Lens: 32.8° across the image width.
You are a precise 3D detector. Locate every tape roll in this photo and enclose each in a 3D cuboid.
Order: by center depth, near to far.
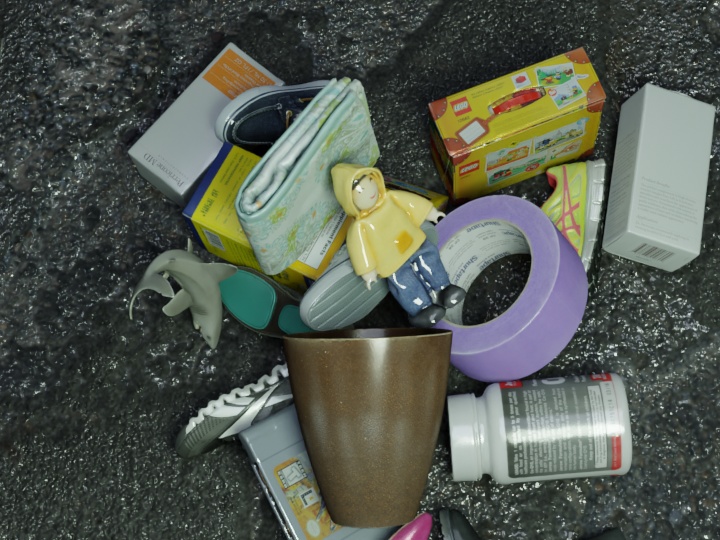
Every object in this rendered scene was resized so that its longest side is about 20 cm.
[{"bbox_3d":[0.156,0.021,1.414,0.198,0.085,0.202,-18,54,26],"label":"tape roll"}]

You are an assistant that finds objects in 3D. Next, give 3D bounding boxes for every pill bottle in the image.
[{"bbox_3d":[0.198,0.180,1.379,0.197,0.114,0.115,-5,69,3],"label":"pill bottle"}]

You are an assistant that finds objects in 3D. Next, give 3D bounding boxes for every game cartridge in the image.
[{"bbox_3d":[-0.038,0.244,1.381,0.132,0.042,0.202,-26,83,-20],"label":"game cartridge"}]

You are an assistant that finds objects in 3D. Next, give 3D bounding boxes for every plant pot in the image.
[{"bbox_3d":[0.010,0.168,1.319,0.184,0.187,0.203,-1,90,5],"label":"plant pot"}]

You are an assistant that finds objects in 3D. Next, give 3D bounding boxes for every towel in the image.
[{"bbox_3d":[-0.055,-0.101,1.358,0.048,0.172,0.201,35,76,20],"label":"towel"}]

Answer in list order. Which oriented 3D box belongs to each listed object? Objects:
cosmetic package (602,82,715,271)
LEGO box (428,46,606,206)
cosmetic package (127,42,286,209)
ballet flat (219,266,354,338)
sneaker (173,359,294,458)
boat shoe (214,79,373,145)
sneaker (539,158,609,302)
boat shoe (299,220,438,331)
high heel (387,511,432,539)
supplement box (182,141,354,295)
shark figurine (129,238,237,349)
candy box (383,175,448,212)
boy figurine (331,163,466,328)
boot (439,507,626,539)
[{"bbox_3d":[0.363,-0.113,1.484,0.100,0.074,0.202,17,69,-12],"label":"cosmetic package"},{"bbox_3d":[0.188,-0.172,1.493,0.198,0.149,0.078,-20,69,-3],"label":"LEGO box"},{"bbox_3d":[-0.192,-0.182,1.573,0.101,0.071,0.200,36,77,16],"label":"cosmetic package"},{"bbox_3d":[-0.089,0.053,1.478,0.199,0.063,0.068,25,96,32],"label":"ballet flat"},{"bbox_3d":[-0.122,0.178,1.433,0.198,0.067,0.091,-30,67,-9],"label":"sneaker"},{"bbox_3d":[-0.079,-0.184,1.520,0.199,0.071,0.091,-20,49,-35],"label":"boat shoe"},{"bbox_3d":[0.250,-0.043,1.486,0.089,0.078,0.202,5,64,15],"label":"sneaker"},{"bbox_3d":[0.000,0.000,1.407,0.199,0.074,0.067,-31,40,-27],"label":"boat shoe"},{"bbox_3d":[0.041,0.367,1.333,0.096,0.067,0.201,35,88,26],"label":"high heel"},{"bbox_3d":[-0.100,-0.053,1.495,0.198,0.110,0.110,26,74,14],"label":"supplement box"},{"bbox_3d":[-0.191,0.006,1.416,0.088,0.214,0.130,-5,74,16],"label":"shark figurine"},{"bbox_3d":[0.006,-0.108,1.513,0.198,0.102,0.027,20,101,11],"label":"candy box"},{"bbox_3d":[0.039,-0.039,1.344,0.124,0.064,0.201,-37,107,-16],"label":"boy figurine"},{"bbox_3d":[0.199,0.321,1.350,0.197,0.066,0.167,-16,77,2],"label":"boot"}]
